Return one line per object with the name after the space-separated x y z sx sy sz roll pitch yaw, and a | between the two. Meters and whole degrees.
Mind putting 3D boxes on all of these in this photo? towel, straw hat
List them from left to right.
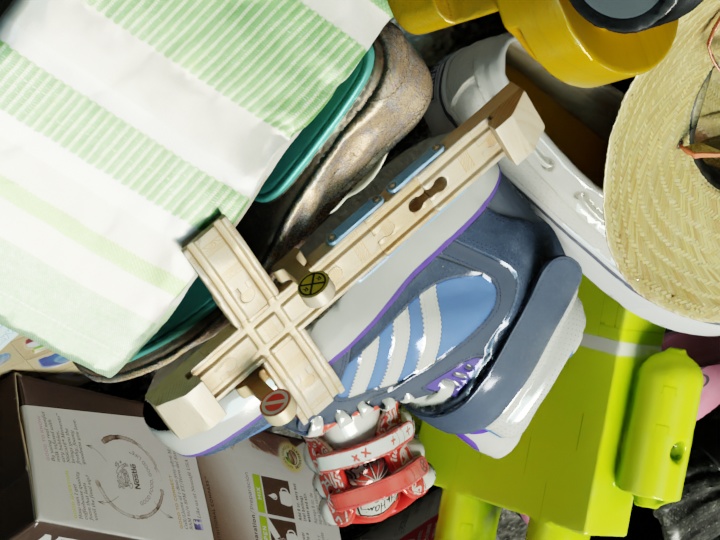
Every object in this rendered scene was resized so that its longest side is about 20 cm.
-0.088 -0.064 1.164 0.152 0.023 0.200 32 97 -42 | towel
0.172 -0.083 1.304 0.200 0.085 0.202 -15 131 -18 | straw hat

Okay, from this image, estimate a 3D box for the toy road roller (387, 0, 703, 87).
0.072 -0.170 1.163 0.146 0.201 0.123 -15 -175 35 | toy road roller

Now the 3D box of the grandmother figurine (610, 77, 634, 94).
0.135 -0.108 1.374 0.121 0.061 0.200 5 146 7 | grandmother figurine

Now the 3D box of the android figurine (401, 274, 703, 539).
0.088 0.053 1.452 0.041 0.182 0.201 9 92 -43 | android figurine

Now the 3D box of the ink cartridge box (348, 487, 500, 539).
-0.014 0.206 1.603 0.200 0.083 0.147 -30 -175 9 | ink cartridge box

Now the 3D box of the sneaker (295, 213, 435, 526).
-0.005 0.053 1.413 0.067 0.108 0.201 -20 158 -5 | sneaker

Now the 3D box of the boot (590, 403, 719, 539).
0.202 0.086 1.458 0.157 0.080 0.211 -11 161 -30 | boot

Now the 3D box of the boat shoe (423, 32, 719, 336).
0.122 -0.042 1.363 0.200 0.071 0.070 38 147 -18 | boat shoe

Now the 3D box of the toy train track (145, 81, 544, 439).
0.000 0.000 1.225 0.200 0.033 0.115 -41 132 -8 | toy train track

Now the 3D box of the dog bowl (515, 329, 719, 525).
0.151 0.072 1.592 0.199 0.074 0.200 -15 143 -12 | dog bowl

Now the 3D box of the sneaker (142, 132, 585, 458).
0.016 0.050 1.331 0.200 0.081 0.147 -42 121 -15 | sneaker

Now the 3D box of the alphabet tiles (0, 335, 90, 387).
-0.114 0.012 1.368 0.166 0.006 0.200 -22 162 1 | alphabet tiles

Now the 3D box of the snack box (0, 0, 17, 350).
-0.160 -0.026 1.216 0.200 0.037 0.116 -43 136 20 | snack box

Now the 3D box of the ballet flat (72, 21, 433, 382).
-0.041 -0.022 1.260 0.200 0.068 0.067 -44 151 18 | ballet flat

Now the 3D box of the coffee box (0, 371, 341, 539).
-0.120 0.124 1.482 0.200 0.080 0.113 16 143 -42 | coffee box
